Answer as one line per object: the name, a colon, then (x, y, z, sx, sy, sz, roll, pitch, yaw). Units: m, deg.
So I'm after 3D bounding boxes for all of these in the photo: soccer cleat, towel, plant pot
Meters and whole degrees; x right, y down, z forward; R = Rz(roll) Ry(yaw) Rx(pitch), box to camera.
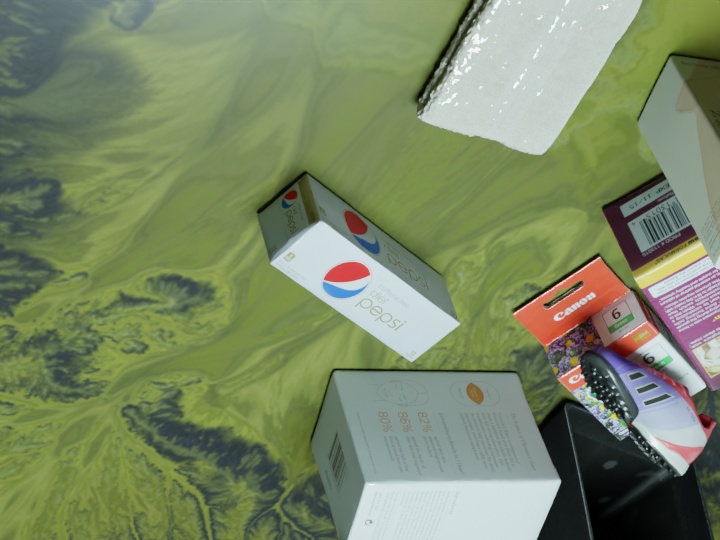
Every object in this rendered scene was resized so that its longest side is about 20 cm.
soccer cleat: (0.282, 0.123, 1.662, 0.073, 0.068, 0.200, -47, 127, -6)
towel: (0.142, -0.189, 1.418, 0.132, 0.035, 0.200, 14, 127, -25)
plant pot: (0.240, 0.288, 1.783, 0.199, 0.201, 0.177, 23, 134, -33)

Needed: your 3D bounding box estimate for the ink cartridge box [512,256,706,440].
ink cartridge box: (0.248, 0.080, 1.680, 0.109, 0.050, 0.200, -34, 132, 15)

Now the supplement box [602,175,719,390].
supplement box: (0.335, -0.001, 1.597, 0.130, 0.103, 0.200, -30, 132, 12)

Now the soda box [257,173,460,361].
soda box: (0.000, 0.000, 1.520, 0.064, 0.068, 0.200, -39, 130, 19)

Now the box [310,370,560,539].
box: (0.070, 0.187, 1.653, 0.199, 0.153, 0.107, 3, 130, -18)

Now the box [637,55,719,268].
box: (0.319, -0.091, 1.444, 0.094, 0.201, 0.078, 4, 130, -21)
